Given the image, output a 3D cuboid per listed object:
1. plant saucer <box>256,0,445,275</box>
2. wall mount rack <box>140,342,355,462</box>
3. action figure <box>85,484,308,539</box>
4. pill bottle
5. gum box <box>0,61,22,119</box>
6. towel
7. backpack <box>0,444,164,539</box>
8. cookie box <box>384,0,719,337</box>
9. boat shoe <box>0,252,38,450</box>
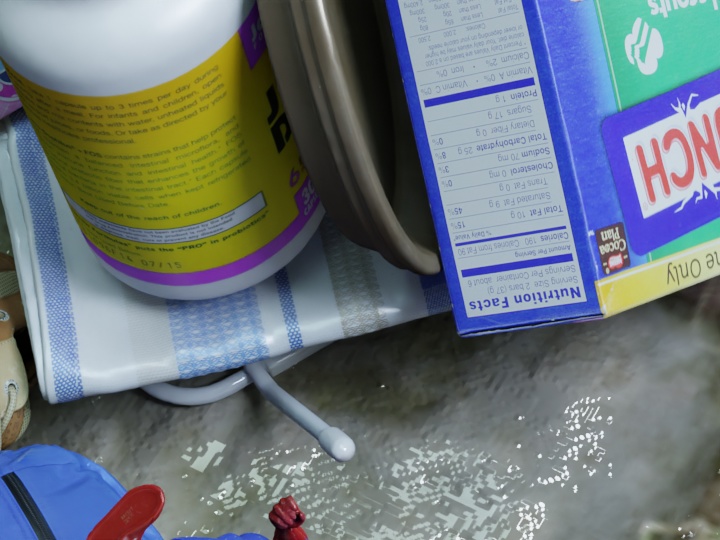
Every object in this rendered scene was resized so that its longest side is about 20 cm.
[{"bbox_3d":[-0.003,-0.094,0.969,0.029,0.200,0.201,-11,55,14],"label":"plant saucer"},{"bbox_3d":[0.000,0.000,1.084,0.199,0.075,0.174,-30,61,-13],"label":"wall mount rack"},{"bbox_3d":[-0.023,0.117,0.944,0.052,0.200,0.066,-38,66,12],"label":"action figure"},{"bbox_3d":[-0.077,-0.082,0.957,0.104,0.200,0.105,-6,56,9],"label":"pill bottle"},{"bbox_3d":[-0.161,-0.139,1.150,0.113,0.066,0.200,-32,28,-16],"label":"gum box"},{"bbox_3d":[-0.046,-0.029,1.056,0.199,0.024,0.147,-13,56,-2],"label":"towel"},{"bbox_3d":[-0.145,0.160,0.939,0.199,0.168,0.163,-24,64,-15],"label":"backpack"},{"bbox_3d":[0.094,-0.092,1.000,0.075,0.201,0.171,-8,7,43],"label":"cookie box"},{"bbox_3d":[-0.164,0.043,1.033,0.074,0.076,0.200,26,27,1],"label":"boat shoe"}]
